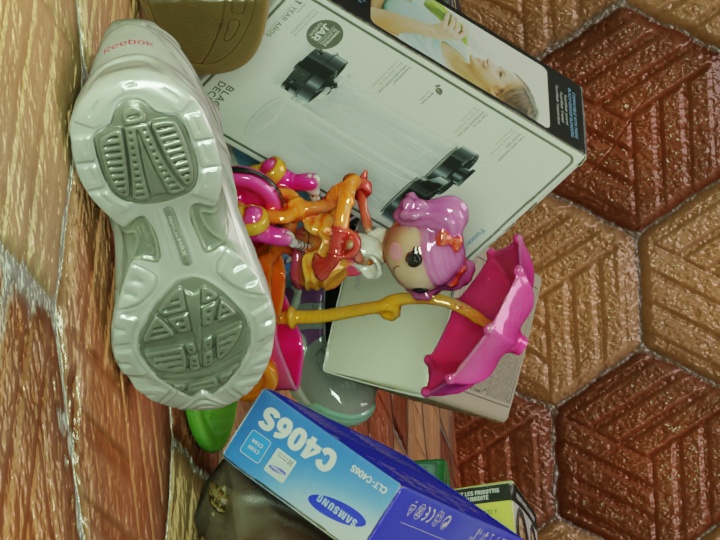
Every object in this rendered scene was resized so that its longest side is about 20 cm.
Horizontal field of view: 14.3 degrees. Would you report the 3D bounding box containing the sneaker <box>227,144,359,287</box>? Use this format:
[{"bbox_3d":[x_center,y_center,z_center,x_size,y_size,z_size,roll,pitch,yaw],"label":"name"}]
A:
[{"bbox_3d":[-0.035,-0.028,1.698,0.200,0.089,0.079,50,36,-80],"label":"sneaker"}]

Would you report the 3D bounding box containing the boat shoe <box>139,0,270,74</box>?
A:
[{"bbox_3d":[-0.081,-0.197,1.420,0.065,0.071,0.201,-81,165,-63],"label":"boat shoe"}]

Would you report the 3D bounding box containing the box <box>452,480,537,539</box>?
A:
[{"bbox_3d":[0.078,0.226,1.621,0.075,0.050,0.201,56,29,-64],"label":"box"}]

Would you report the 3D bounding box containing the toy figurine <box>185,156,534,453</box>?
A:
[{"bbox_3d":[0.000,0.000,1.521,0.151,0.183,0.201,-83,167,-48],"label":"toy figurine"}]

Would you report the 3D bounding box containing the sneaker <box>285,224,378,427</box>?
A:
[{"bbox_3d":[-0.009,-0.013,1.822,0.140,0.077,0.201,130,-46,-57],"label":"sneaker"}]

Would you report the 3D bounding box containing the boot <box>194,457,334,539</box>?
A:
[{"bbox_3d":[0.004,0.177,1.473,0.200,0.064,0.186,38,1,-21],"label":"boot"}]

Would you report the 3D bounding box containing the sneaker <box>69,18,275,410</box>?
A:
[{"bbox_3d":[-0.081,-0.028,1.307,0.100,0.077,0.201,-92,177,-53],"label":"sneaker"}]

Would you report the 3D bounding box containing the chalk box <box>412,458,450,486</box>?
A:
[{"bbox_3d":[-0.002,0.190,1.724,0.125,0.123,0.201,-82,168,-64],"label":"chalk box"}]

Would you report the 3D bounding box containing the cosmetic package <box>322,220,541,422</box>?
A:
[{"bbox_3d":[0.048,0.032,1.795,0.200,0.073,0.104,27,77,-71],"label":"cosmetic package"}]

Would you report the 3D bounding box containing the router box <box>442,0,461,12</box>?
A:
[{"bbox_3d":[-0.014,-0.125,1.666,0.200,0.149,0.063,69,18,-71],"label":"router box"}]

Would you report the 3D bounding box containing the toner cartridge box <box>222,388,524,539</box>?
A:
[{"bbox_3d":[0.011,0.121,1.504,0.043,0.095,0.200,-58,154,0],"label":"toner cartridge box"}]

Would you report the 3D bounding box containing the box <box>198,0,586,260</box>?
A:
[{"bbox_3d":[0.011,-0.092,1.552,0.117,0.199,0.060,-44,-151,34],"label":"box"}]
